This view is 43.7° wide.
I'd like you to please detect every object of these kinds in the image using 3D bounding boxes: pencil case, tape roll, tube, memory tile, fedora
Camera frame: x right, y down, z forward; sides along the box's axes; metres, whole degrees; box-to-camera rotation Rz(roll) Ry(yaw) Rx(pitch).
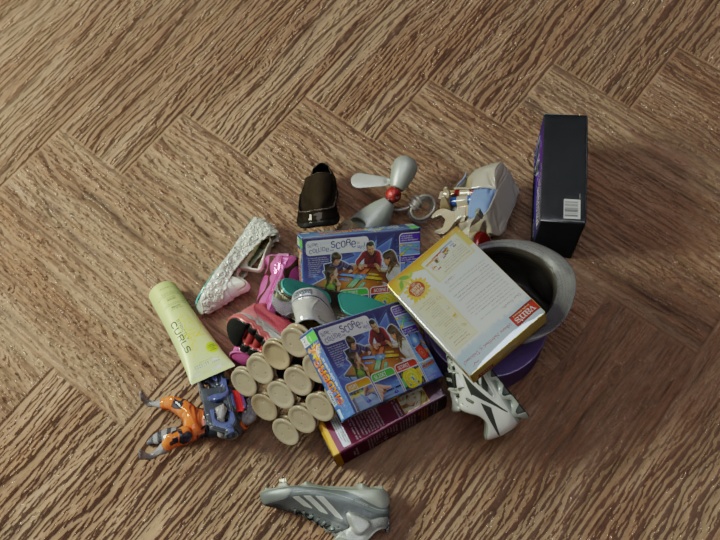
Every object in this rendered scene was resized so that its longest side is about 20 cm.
[{"bbox_3d":[-0.148,0.065,1.484,0.091,0.094,0.200,6,65,23],"label":"pencil case"},{"bbox_3d":[0.201,0.088,1.458,0.200,0.085,0.200,-1,67,3],"label":"tape roll"},{"bbox_3d":[-0.285,0.100,1.481,0.058,0.052,0.200,-44,58,11],"label":"tube"},{"bbox_3d":[-0.103,0.173,1.349,0.153,0.200,0.017,49,42,-2],"label":"memory tile"},{"bbox_3d":[0.229,0.044,1.379,0.200,0.090,0.177,10,65,20],"label":"fedora"}]

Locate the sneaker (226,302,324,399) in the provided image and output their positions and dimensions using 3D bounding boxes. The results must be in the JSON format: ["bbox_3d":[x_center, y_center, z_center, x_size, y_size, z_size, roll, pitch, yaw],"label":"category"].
[{"bbox_3d":[-0.107,0.117,1.385,0.200,0.074,0.087,39,42,6],"label":"sneaker"}]

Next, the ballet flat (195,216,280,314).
[{"bbox_3d":[-0.204,-0.003,1.528,0.072,0.072,0.200,27,73,14],"label":"ballet flat"}]

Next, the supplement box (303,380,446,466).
[{"bbox_3d":[0.024,0.208,1.418,0.200,0.086,0.110,-27,68,-7],"label":"supplement box"}]

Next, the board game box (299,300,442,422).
[{"bbox_3d":[0.020,0.126,1.312,0.200,0.034,0.136,-14,72,-46],"label":"board game box"}]

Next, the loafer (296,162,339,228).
[{"bbox_3d":[-0.075,-0.129,1.516,0.073,0.071,0.200,-7,25,1],"label":"loafer"}]

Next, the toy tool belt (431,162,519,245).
[{"bbox_3d":[0.182,-0.091,1.517,0.123,0.125,0.200,-5,44,38],"label":"toy tool belt"}]

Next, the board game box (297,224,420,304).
[{"bbox_3d":[0.000,0.000,1.467,0.200,0.034,0.136,-5,104,-15],"label":"board game box"}]

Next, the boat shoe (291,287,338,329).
[{"bbox_3d":[-0.046,0.110,1.365,0.071,0.200,0.070,-15,47,14],"label":"boat shoe"}]

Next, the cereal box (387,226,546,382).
[{"bbox_3d":[0.154,0.047,1.322,0.144,0.040,0.200,-39,61,-5],"label":"cereal box"}]

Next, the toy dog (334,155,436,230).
[{"bbox_3d":[0.022,-0.103,1.547,0.200,0.132,0.096,-42,33,-17],"label":"toy dog"}]

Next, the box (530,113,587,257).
[{"bbox_3d":[0.333,-0.141,1.514,0.079,0.141,0.200,4,68,8],"label":"box"}]

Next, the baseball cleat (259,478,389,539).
[{"bbox_3d":[-0.055,0.372,1.365,0.200,0.070,0.107,-2,67,4],"label":"baseball cleat"}]

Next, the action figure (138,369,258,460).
[{"bbox_3d":[-0.255,0.221,1.448,0.193,0.105,0.200,-6,39,-6],"label":"action figure"}]

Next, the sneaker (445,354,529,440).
[{"bbox_3d":[0.158,0.166,1.349,0.088,0.074,0.200,-37,83,1],"label":"sneaker"}]

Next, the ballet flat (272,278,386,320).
[{"bbox_3d":[-0.047,0.065,1.416,0.200,0.072,0.072,16,67,-18],"label":"ballet flat"}]
